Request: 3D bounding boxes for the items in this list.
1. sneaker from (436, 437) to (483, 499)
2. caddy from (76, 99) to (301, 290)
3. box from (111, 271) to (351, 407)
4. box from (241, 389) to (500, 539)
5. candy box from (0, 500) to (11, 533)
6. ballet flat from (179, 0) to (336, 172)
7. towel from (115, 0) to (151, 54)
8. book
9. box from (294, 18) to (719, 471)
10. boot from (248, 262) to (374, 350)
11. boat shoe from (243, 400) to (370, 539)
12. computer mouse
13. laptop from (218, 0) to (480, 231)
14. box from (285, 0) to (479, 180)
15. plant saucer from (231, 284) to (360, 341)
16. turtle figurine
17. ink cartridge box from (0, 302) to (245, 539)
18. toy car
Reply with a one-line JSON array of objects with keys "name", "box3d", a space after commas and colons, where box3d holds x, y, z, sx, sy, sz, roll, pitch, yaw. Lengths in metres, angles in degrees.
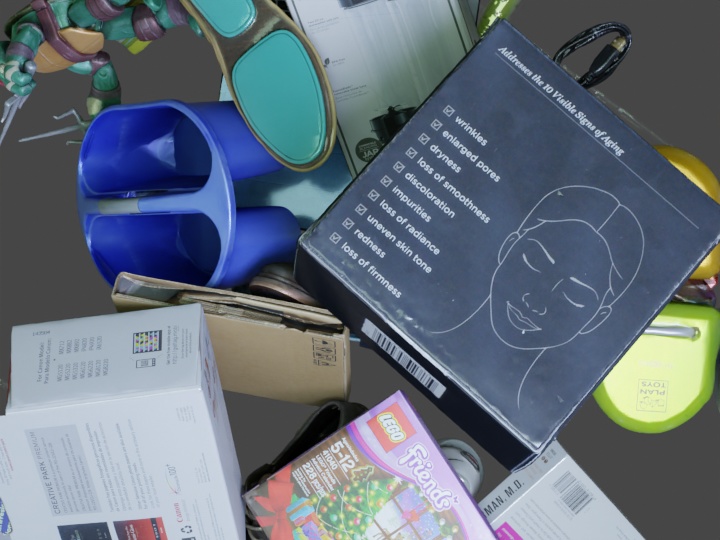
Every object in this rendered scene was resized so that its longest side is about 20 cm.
[{"name": "sneaker", "box3d": [0.012, 0.209, 1.529, 0.074, 0.089, 0.200, 39, 95, -1]}, {"name": "caddy", "box3d": [-0.132, -0.051, 1.469, 0.104, 0.199, 0.143, -9, 95, -38]}, {"name": "box", "box3d": [-0.088, 0.053, 1.471, 0.162, 0.200, 0.021, 10, 73, 3]}, {"name": "box", "box3d": [0.027, 0.204, 1.450, 0.136, 0.039, 0.201, -34, 83, 3]}, {"name": "candy box", "box3d": [-0.248, 0.211, 1.546, 0.198, 0.077, 0.170, 11, 93, 1]}, {"name": "ballet flat", "box3d": [-0.068, -0.156, 1.421, 0.068, 0.063, 0.201, -32, 79, 12]}, {"name": "towel", "box3d": [-0.214, -0.243, 1.498, 0.200, 0.018, 0.086, 39, 135, -18]}, {"name": "book", "box3d": [0.105, 0.230, 1.511, 0.200, 0.048, 0.134, -41, 126, 2]}, {"name": "box", "box3d": [0.094, -0.013, 1.323, 0.200, 0.124, 0.197, 41, 80, 5]}, {"name": "boot", "box3d": [0.000, 0.000, 1.469, 0.074, 0.200, 0.098, 10, 81, 40]}, {"name": "boat shoe", "box3d": [-0.059, 0.175, 1.526, 0.200, 0.074, 0.073, -54, 132, -3]}, {"name": "computer mouse", "box3d": [0.137, -0.100, 1.525, 0.058, 0.034, 0.201, 34, 92, -19]}, {"name": "laptop", "box3d": [-0.015, -0.131, 1.499, 0.186, 0.201, 0.117, 8, 56, 2]}, {"name": "box", "box3d": [0.022, -0.164, 1.440, 0.116, 0.060, 0.201, -16, 114, 14]}, {"name": "plant saucer", "box3d": [0.002, 0.018, 1.553, 0.198, 0.019, 0.070, 7, 93, 3]}, {"name": "turtle figurine", "box3d": [-0.208, -0.158, 1.484, 0.199, 0.149, 0.101, -26, 81, 27]}, {"name": "ink cartridge box", "box3d": [-0.177, 0.129, 1.407, 0.174, 0.084, 0.201, -7, 133, 1]}, {"name": "toy car", "box3d": [0.207, 0.014, 1.477, 0.174, 0.150, 0.202, 3, 89, -1]}]
